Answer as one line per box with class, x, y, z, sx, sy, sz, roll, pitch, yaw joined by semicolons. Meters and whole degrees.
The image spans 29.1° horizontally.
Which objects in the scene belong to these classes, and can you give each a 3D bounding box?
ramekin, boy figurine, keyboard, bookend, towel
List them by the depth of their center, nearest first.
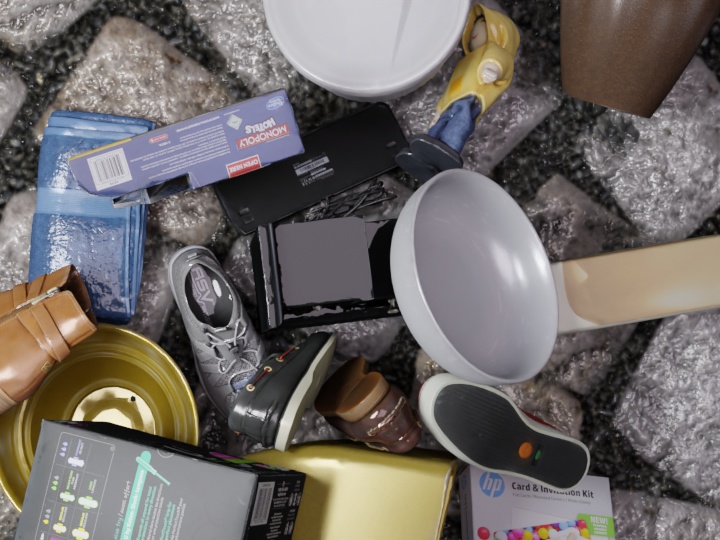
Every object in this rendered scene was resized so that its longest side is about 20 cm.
bookend;0.000;0.000;1.304;0.197;0.199;0.094;-7;87;-8
ramekin;0.010;-0.257;1.348;0.199;0.094;0.206;-1;81;6
towel;-0.263;-0.051;1.350;0.110;0.049;0.203;6;88;-6
boy figurine;0.107;-0.182;1.365;0.064;0.124;0.202;30;66;-11
keyboard;-0.042;-0.086;1.392;0.198;0.040;0.105;-24;68;-5

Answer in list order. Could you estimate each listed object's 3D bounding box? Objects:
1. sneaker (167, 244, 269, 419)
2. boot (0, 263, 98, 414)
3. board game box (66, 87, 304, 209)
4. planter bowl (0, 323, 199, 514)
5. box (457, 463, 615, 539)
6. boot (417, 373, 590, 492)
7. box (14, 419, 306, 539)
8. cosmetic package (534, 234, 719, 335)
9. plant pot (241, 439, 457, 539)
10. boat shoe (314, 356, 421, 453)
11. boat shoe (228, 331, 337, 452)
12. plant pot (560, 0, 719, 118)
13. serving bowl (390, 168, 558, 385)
sneaker;-0.134;0.071;1.344;0.074;0.082;0.202;-29;92;-7
boot;-0.328;0.039;1.283;0.154;0.074;0.201;-38;54;2
board game box;-0.164;-0.104;1.276;0.198;0.200;0.062;-19;96;-8
planter bowl;-0.245;0.154;1.321;0.197;0.083;0.204;0;84;2
box;0.175;0.293;1.342;0.154;0.041;0.202;9;58;-15
boot;0.107;0.142;1.329;0.199;0.144;0.073;29;87;-31
box;-0.169;0.209;1.181;0.197;0.148;0.126;11;85;15
cosmetic package;0.263;0.015;1.385;0.197;0.105;0.072;-9;89;-9
plant pot;-0.025;0.249;1.305;0.197;0.194;0.198;13;87;7
boat shoe;0.007;0.132;1.303;0.070;0.200;0.070;44;87;-11
boat shoe;-0.067;0.101;1.303;0.062;0.202;0.075;19;113;8
plant pot;0.272;-0.260;1.370;0.184;0.187;0.203;14;101;-6
serving bowl;0.094;0.013;1.262;0.199;0.065;0.203;22;58;-39
